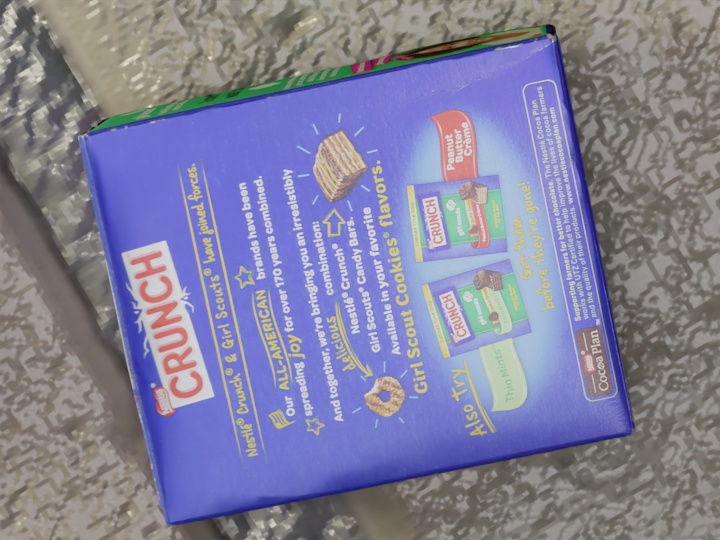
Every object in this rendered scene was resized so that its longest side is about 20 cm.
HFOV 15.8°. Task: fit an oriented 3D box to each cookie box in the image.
[{"bbox_3d":[0.000,0.000,1.084,0.200,0.075,0.172,-11,96,5],"label":"cookie box"}]
